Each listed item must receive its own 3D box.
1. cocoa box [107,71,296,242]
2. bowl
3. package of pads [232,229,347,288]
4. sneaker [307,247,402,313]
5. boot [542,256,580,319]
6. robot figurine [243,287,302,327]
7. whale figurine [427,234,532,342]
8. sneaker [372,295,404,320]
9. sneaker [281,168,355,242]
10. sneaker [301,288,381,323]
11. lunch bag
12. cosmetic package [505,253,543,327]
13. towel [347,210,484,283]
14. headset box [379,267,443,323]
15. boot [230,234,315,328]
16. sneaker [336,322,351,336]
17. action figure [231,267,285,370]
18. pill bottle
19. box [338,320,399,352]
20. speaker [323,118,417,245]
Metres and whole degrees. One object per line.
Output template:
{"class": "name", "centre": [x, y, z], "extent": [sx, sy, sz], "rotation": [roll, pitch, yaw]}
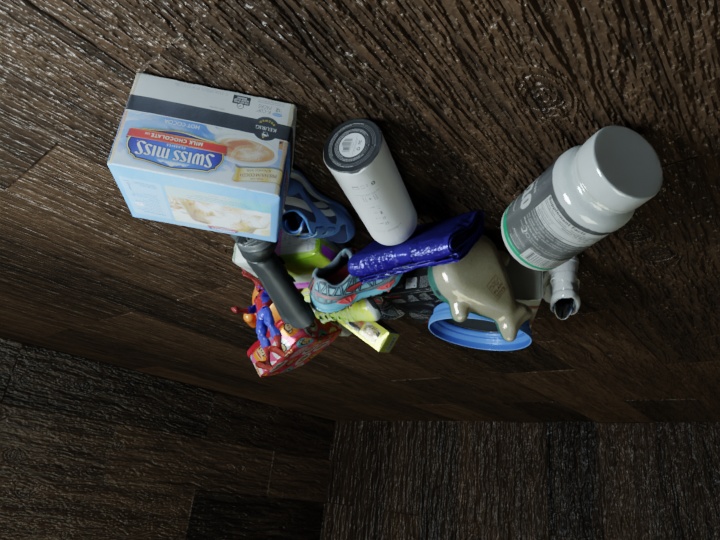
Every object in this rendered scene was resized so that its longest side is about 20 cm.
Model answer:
{"class": "cocoa box", "centre": [-0.188, -0.135, 0.658], "extent": [0.196, 0.134, 0.134], "rotation": [10, 157, -7]}
{"class": "bowl", "centre": [0.231, 0.108, 1.012], "extent": [0.196, 0.040, 0.201], "rotation": [11, 159, 4]}
{"class": "package of pads", "centre": [-0.124, -0.022, 0.989], "extent": [0.196, 0.070, 0.154], "rotation": [-6, 155, 26]}
{"class": "sneaker", "centre": [0.000, 0.000, 0.917], "extent": [0.198, 0.079, 0.097], "rotation": [-28, 141, -20]}
{"class": "boot", "centre": [0.368, 0.047, 0.976], "extent": [0.072, 0.097, 0.200], "rotation": [0, 156, 16]}
{"class": "robot figurine", "centre": [-0.181, 0.077, 1.182], "extent": [0.141, 0.119, 0.201], "rotation": [9, 158, 1]}
{"class": "whale figurine", "centre": [0.198, 0.030, 0.890], "extent": [0.200, 0.159, 0.104], "rotation": [44, 157, -6]}
{"class": "sneaker", "centre": [0.039, 0.047, 1.090], "extent": [0.198, 0.082, 0.074], "rotation": [26, 149, -38]}
{"class": "sneaker", "centre": [-0.081, -0.080, 0.823], "extent": [0.073, 0.084, 0.199], "rotation": [-13, 151, 34]}
{"class": "sneaker", "centre": [-0.044, 0.076, 1.023], "extent": [0.197, 0.077, 0.076], "rotation": [10, 142, 40]}
{"class": "lunch bag", "centre": [-0.147, 0.164, 1.132], "extent": [0.176, 0.082, 0.199], "rotation": [-43, 163, 17]}
{"class": "cosmetic package", "centre": [0.291, 0.050, 1.015], "extent": [0.101, 0.089, 0.201], "rotation": [3, 157, 14]}
{"class": "towel", "centre": [0.090, -0.035, 0.825], "extent": [0.197, 0.050, 0.147], "rotation": [-11, -165, 38]}
{"class": "headset box", "centre": [0.151, 0.044, 1.057], "extent": [0.147, 0.079, 0.199], "rotation": [-9, 153, 34]}
{"class": "boot", "centre": [-0.135, 0.016, 0.857], "extent": [0.165, 0.065, 0.203], "rotation": [35, 151, 62]}
{"class": "sneaker", "centre": [-0.074, 0.110, 1.289], "extent": [0.071, 0.073, 0.201], "rotation": [7, 155, 22]}
{"class": "action figure", "centre": [-0.194, 0.076, 0.950], "extent": [0.098, 0.201, 0.065], "rotation": [33, 113, -32]}
{"class": "pill bottle", "centre": [0.274, -0.086, 0.668], "extent": [0.111, 0.115, 0.200], "rotation": [11, 157, -11]}
{"class": "box", "centre": [-0.013, 0.101, 1.129], "extent": [0.198, 0.051, 0.075], "rotation": [33, -176, 22]}
{"class": "speaker", "centre": [0.021, -0.112, 0.720], "extent": [0.080, 0.083, 0.200], "rotation": [-2, 156, 20]}
